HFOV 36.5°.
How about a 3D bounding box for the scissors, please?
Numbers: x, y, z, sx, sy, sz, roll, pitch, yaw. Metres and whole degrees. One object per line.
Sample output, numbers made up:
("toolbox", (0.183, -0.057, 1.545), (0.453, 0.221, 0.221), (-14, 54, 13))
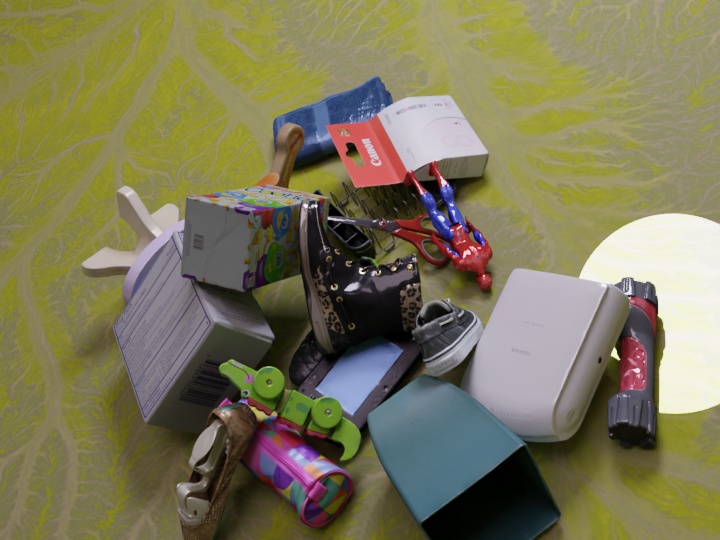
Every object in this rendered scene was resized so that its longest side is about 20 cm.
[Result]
("scissors", (0.045, -0.066, 1.529), (0.198, 0.014, 0.074), (21, 67, 2))

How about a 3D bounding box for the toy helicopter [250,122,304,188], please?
("toy helicopter", (-0.130, -0.119, 1.594), (0.078, 0.132, 0.202), (19, 95, 35))

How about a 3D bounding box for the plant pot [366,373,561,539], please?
("plant pot", (0.101, 0.222, 1.247), (0.141, 0.142, 0.200), (-35, 38, -6))

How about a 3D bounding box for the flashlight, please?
("flashlight", (0.316, 0.105, 1.286), (0.067, 0.068, 0.201), (-2, 51, 20))

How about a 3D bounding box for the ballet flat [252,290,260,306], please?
("ballet flat", (-0.185, 0.039, 1.586), (0.067, 0.067, 0.201), (-39, 40, 20))

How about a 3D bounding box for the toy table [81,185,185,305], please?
("toy table", (-0.305, -0.028, 1.624), (0.117, 0.185, 0.200), (27, 35, 27))

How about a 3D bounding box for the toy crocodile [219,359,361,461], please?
("toy crocodile", (-0.085, 0.166, 1.329), (0.199, 0.068, 0.062), (28, 77, -5))

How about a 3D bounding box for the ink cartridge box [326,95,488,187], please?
("ink cartridge box", (0.068, -0.193, 1.607), (0.198, 0.057, 0.163), (-3, 41, -20))

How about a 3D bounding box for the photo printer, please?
("photo printer", (0.212, 0.103, 1.299), (0.166, 0.069, 0.201), (12, 71, 51))

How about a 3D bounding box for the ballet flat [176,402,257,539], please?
("ballet flat", (-0.191, 0.252, 1.338), (0.070, 0.065, 0.202), (24, 97, 42))

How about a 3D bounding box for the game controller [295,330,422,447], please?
("game controller", (0.000, 0.132, 1.415), (0.104, 0.042, 0.200), (35, 70, 13))

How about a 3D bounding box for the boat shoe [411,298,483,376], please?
("boat shoe", (0.106, 0.067, 1.345), (0.072, 0.071, 0.200), (-27, 5, 11))

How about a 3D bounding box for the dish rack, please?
("dish rack", (0.037, -0.109, 1.604), (0.199, 0.055, 0.153), (-38, 48, -9))

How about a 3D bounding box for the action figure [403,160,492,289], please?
("action figure", (0.128, -0.057, 1.499), (0.065, 0.052, 0.201), (-20, 61, -16))

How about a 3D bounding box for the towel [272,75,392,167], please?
("towel", (-0.044, -0.235, 1.750), (0.198, 0.049, 0.112), (-18, 48, 10))

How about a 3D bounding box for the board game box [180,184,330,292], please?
("board game box", (-0.135, -0.047, 1.446), (0.102, 0.106, 0.200), (13, 15, 25))

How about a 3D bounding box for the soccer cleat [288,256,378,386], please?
("soccer cleat", (-0.037, 0.067, 1.471), (0.067, 0.081, 0.200), (23, 65, 37))

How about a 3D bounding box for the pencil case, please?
("pencil case", (-0.099, 0.234, 1.360), (0.088, 0.089, 0.199), (-46, 50, -16))

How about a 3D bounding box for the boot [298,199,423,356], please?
("boot", (0.000, 0.000, 1.407), (0.149, 0.073, 0.202), (-9, 86, 2))

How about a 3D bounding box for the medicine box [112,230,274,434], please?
("medicine box", (-0.231, 0.084, 1.481), (0.183, 0.102, 0.200), (-53, 42, 21))
